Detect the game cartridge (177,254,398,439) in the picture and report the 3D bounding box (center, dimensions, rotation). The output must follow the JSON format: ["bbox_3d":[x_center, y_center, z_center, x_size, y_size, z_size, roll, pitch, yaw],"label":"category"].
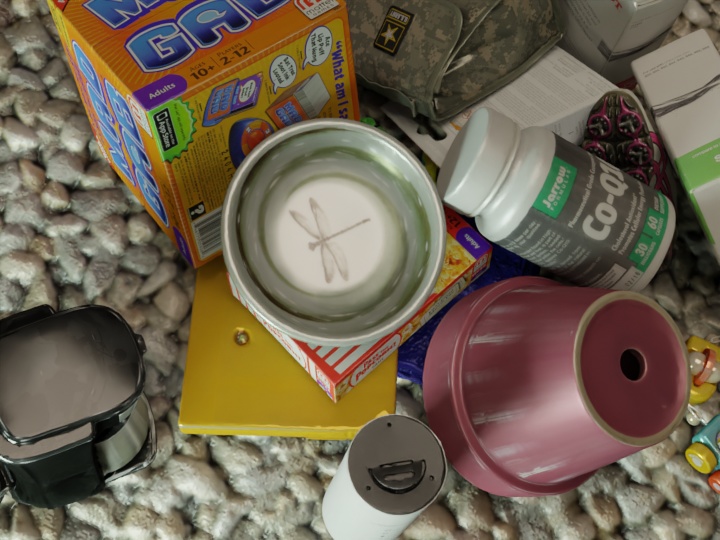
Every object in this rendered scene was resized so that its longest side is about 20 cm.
[{"bbox_3d":[-0.063,0.070,1.076,0.197,0.033,0.178,3,64,2],"label":"game cartridge"}]

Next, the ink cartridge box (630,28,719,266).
[{"bbox_3d":[0.346,-0.113,1.115,0.083,0.146,0.201,-24,43,16],"label":"ink cartridge box"}]

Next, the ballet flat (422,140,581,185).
[{"bbox_3d":[0.153,-0.114,1.176,0.198,0.068,0.067,-4,28,-21],"label":"ballet flat"}]

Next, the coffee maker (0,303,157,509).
[{"bbox_3d":[-0.264,0.129,0.957,0.135,0.200,0.192,42,70,11],"label":"coffee maker"}]

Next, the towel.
[{"bbox_3d":[0.100,0.023,1.125,0.146,0.050,0.202,17,68,-1],"label":"towel"}]

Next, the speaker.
[{"bbox_3d":[0.016,0.185,0.969,0.080,0.200,0.082,3,68,-6],"label":"speaker"}]

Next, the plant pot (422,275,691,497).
[{"bbox_3d":[0.180,0.095,1.004,0.198,0.179,0.203,6,76,-27],"label":"plant pot"}]

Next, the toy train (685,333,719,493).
[{"bbox_3d":[0.380,0.117,1.119,0.148,0.056,0.202,0,68,-6],"label":"toy train"}]

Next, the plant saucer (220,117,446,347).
[{"bbox_3d":[-0.025,-0.031,1.010,0.198,0.050,0.203,2,80,-9],"label":"plant saucer"}]

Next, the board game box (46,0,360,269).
[{"bbox_3d":[-0.136,-0.172,1.061,0.199,0.201,0.200,-31,54,-18],"label":"board game box"}]

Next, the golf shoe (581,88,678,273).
[{"bbox_3d":[0.269,-0.098,1.135,0.072,0.201,0.092,1,40,30],"label":"golf shoe"}]

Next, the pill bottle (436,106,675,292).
[{"bbox_3d":[0.175,-0.061,1.046,0.198,0.113,0.114,26,67,-14],"label":"pill bottle"}]

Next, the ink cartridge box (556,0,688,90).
[{"bbox_3d":[0.248,-0.281,1.181,0.082,0.200,0.148,-23,73,-15],"label":"ink cartridge box"}]

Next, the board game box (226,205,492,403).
[{"bbox_3d":[0.000,0.000,1.065,0.200,0.046,0.151,-41,69,-17],"label":"board game box"}]

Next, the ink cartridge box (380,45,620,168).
[{"bbox_3d":[0.142,-0.157,1.163,0.198,0.050,0.162,-27,38,-9],"label":"ink cartridge box"}]

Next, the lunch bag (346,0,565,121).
[{"bbox_3d":[0.079,-0.247,1.167,0.200,0.118,0.163,-42,48,-19],"label":"lunch bag"}]

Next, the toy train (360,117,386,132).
[{"bbox_3d":[-0.057,-0.098,1.150,0.198,0.042,0.056,-25,45,-15],"label":"toy train"}]
